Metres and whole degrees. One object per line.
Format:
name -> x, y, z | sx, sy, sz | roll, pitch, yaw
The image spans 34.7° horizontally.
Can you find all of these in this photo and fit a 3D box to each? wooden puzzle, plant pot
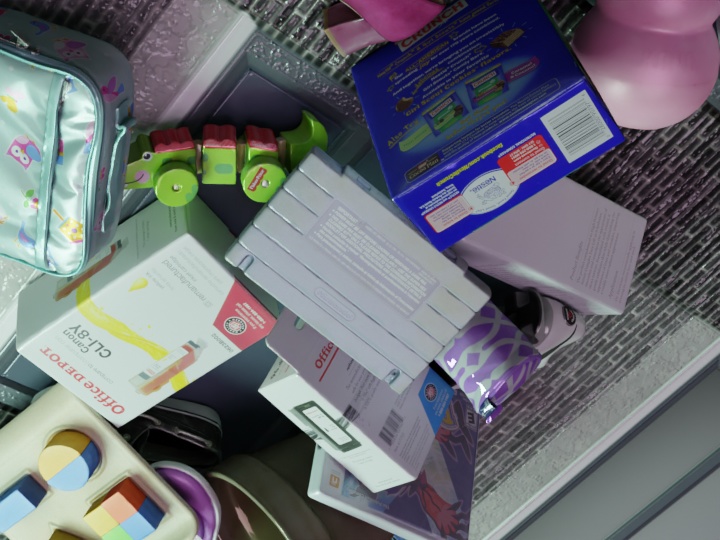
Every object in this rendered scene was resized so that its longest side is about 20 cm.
wooden puzzle -> -0.285, 0.231, 1.128 | 0.185, 0.046, 0.200 | -37, 98, 23
plant pot -> -0.039, 0.246, 1.199 | 0.173, 0.200, 0.200 | -33, 136, -29

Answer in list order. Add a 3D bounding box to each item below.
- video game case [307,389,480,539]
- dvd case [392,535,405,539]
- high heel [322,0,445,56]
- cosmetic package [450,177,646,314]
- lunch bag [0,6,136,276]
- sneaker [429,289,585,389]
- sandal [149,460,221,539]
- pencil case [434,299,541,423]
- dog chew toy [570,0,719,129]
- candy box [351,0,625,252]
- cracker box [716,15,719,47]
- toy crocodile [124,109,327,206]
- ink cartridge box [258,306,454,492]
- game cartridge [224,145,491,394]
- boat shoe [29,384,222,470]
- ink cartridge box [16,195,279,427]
video game case -> 0.042, 0.177, 1.176 | 0.200, 0.183, 0.023 | 30, 143, -30
dvd case -> -0.017, 0.317, 1.373 | 0.200, 0.018, 0.143 | -28, 129, 10
high heel -> -0.013, -0.252, 0.891 | 0.096, 0.068, 0.200 | -21, 145, 17
cosmetic package -> 0.164, -0.036, 1.071 | 0.200, 0.074, 0.102 | 24, 76, -25
lunch bag -> -0.260, -0.100, 0.912 | 0.160, 0.077, 0.200 | 22, 125, 12
sneaker -> 0.139, 0.080, 1.151 | 0.088, 0.074, 0.200 | 15, 155, -35
sandal -> -0.183, 0.279, 1.175 | 0.082, 0.050, 0.203 | 0, 124, 1
pencil case -> 0.078, 0.045, 1.068 | 0.084, 0.200, 0.086 | -26, 155, -35
dog chew toy -> 0.243, -0.220, 0.942 | 0.124, 0.125, 0.200 | 0, 120, -12
candy box -> 0.093, -0.135, 0.921 | 0.169, 0.200, 0.077 | -31, 129, 14
cracker box -> 0.357, -0.180, 0.984 | 0.058, 0.134, 0.200 | -21, 130, 5
toy crocodile -> -0.127, -0.099, 0.990 | 0.199, 0.068, 0.062 | -4, 124, -11
ink cartridge box -> -0.015, 0.101, 1.095 | 0.200, 0.116, 0.068 | 44, 138, -18
game cartridge -> 0.000, 0.000, 0.993 | 0.200, 0.038, 0.130 | 39, 102, -10
boat shoe -> -0.235, 0.162, 1.174 | 0.200, 0.064, 0.071 | 10, 125, -19
ink cartridge box -> -0.197, 0.037, 1.071 | 0.200, 0.084, 0.145 | -32, 128, 13
